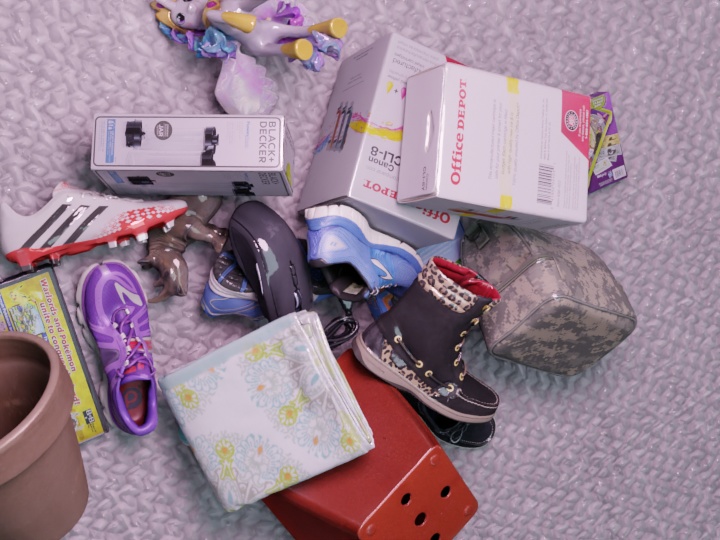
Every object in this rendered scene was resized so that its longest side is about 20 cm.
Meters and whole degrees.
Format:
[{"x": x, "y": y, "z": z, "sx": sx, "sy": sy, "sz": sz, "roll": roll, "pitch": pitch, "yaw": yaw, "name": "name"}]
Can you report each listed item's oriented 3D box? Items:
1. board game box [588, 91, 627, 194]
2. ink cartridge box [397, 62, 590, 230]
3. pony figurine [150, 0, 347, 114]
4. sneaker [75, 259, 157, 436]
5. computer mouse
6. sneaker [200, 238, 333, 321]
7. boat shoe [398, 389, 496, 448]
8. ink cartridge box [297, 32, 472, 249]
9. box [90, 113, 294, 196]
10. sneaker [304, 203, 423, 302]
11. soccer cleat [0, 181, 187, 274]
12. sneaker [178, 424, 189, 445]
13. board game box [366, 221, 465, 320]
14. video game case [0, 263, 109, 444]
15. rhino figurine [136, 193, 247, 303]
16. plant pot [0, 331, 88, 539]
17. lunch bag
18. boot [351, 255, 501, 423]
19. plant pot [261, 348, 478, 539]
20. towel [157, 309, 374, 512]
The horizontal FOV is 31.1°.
[{"x": 0.253, "y": -0.146, "z": 1.680, "sx": 0.199, "sy": 0.032, "sz": 0.121, "roll": -22, "pitch": 110, "yaw": -24, "name": "board game box"}, {"x": 0.146, "y": -0.131, "z": 1.404, "sx": 0.199, "sy": 0.083, "sz": 0.146, "roll": 9, "pitch": 82, "yaw": -29, "name": "ink cartridge box"}, {"x": -0.113, "y": -0.257, "z": 1.403, "sx": 0.193, "sy": 0.200, "sz": 0.167, "roll": 27, "pitch": 77, "yaw": -43, "name": "pony figurine"}, {"x": -0.252, "y": 0.085, "z": 1.415, "sx": 0.080, "sy": 0.083, "sz": 0.201, "roll": -18, "pitch": 104, "yaw": -25, "name": "sneaker"}, {"x": -0.062, "y": 0.007, "z": 1.440, "sx": 0.140, "sy": 0.046, "sz": 0.201, "roll": -25, "pitch": 100, "yaw": -41, "name": "computer mouse"}, {"x": -0.100, "y": 0.014, "z": 1.501, "sx": 0.199, "sy": 0.077, "sz": 0.076, "roll": 0, "pitch": 53, "yaw": -39, "name": "sneaker"}, {"x": 0.115, "y": 0.176, "z": 1.616, "sx": 0.075, "sy": 0.062, "sz": 0.200, "roll": -53, "pitch": 132, "yaw": -6, "name": "boat shoe"}, {"x": 0.041, "y": -0.139, "z": 1.479, "sx": 0.145, "sy": 0.145, "sz": 0.201, "roll": 21, "pitch": 77, "yaw": -23, "name": "ink cartridge box"}, {"x": -0.172, "y": -0.120, "z": 1.361, "sx": 0.199, "sy": 0.117, "sz": 0.060, "roll": 1, "pitch": 79, "yaw": 1, "name": "box"}, {"x": 0.000, "y": 0.000, "z": 1.456, "sx": 0.200, "sy": 0.078, "sz": 0.090, "roll": 29, "pitch": 63, "yaw": -47, "name": "sneaker"}, {"x": -0.284, "y": -0.059, "z": 1.371, "sx": 0.199, "sy": 0.069, "sz": 0.086, "roll": -16, "pitch": 90, "yaw": -10, "name": "soccer cleat"}, {"x": -0.116, "y": 0.159, "z": 1.512, "sx": 0.200, "sy": 0.078, "sz": 0.091, "roll": -35, "pitch": 125, "yaw": -14, "name": "sneaker"}, {"x": 0.070, "y": -0.002, "z": 1.598, "sx": 0.151, "sy": 0.037, "sz": 0.201, "roll": -33, "pitch": 111, "yaw": -20, "name": "board game box"}, {"x": -0.384, "y": 0.117, "z": 1.383, "sx": 0.180, "sy": 0.025, "sz": 0.201, "roll": -22, "pitch": 105, "yaw": -23, "name": "video game case"}, {"x": -0.188, "y": -0.053, "z": 1.441, "sx": 0.087, "sy": 0.060, "sz": 0.201, "roll": 28, "pitch": 84, "yaw": -4, "name": "rhino figurine"}, {"x": -0.361, "y": 0.189, "z": 1.300, "sx": 0.200, "sy": 0.200, "sz": 0.175, "roll": -34, "pitch": 129, "yaw": -19, "name": "plant pot"}, {"x": 0.224, "y": 0.022, "z": 1.595, "sx": 0.200, "sy": 0.168, "sz": 0.139, "roll": 16, "pitch": 133, "yaw": -42, "name": "lunch bag"}, {"x": 0.108, "y": 0.080, "z": 1.477, "sx": 0.200, "sy": 0.073, "sz": 0.151, "roll": 30, "pitch": 113, "yaw": -18, "name": "boot"}, {"x": 0.016, "y": 0.249, "z": 1.495, "sx": 0.200, "sy": 0.176, "sz": 0.200, "roll": -45, "pitch": 132, "yaw": -15, "name": "plant pot"}, {"x": -0.101, "y": 0.152, "z": 1.396, "sx": 0.199, "sy": 0.048, "sz": 0.172, "roll": -25, "pitch": 93, "yaw": 17, "name": "towel"}]
